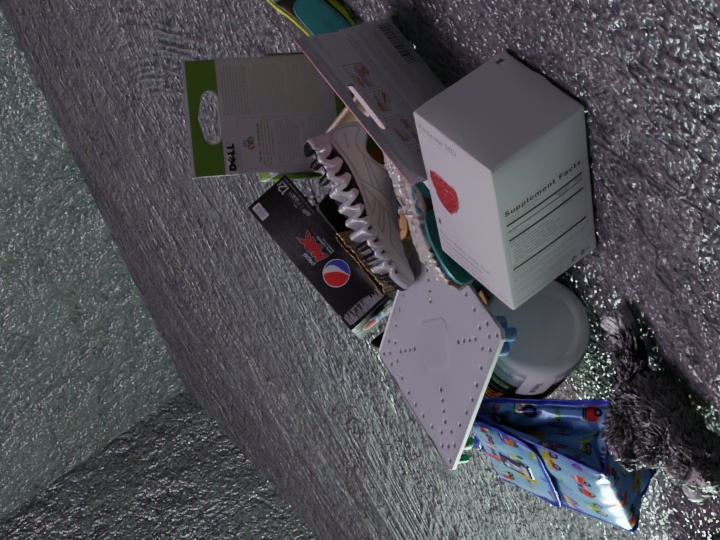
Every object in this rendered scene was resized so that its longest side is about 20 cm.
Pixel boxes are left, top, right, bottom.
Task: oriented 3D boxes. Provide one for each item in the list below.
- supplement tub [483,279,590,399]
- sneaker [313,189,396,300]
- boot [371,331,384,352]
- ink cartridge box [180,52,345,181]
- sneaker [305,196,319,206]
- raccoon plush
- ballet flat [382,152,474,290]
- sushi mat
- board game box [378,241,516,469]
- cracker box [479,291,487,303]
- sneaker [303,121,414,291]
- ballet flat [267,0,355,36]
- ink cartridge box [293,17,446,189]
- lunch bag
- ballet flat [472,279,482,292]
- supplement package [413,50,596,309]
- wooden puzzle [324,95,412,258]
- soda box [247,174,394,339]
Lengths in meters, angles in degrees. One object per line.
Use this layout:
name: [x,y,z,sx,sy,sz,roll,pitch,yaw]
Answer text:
supplement tub: [0.182,0.091,1.680,0.123,0.122,0.200,52,163,12]
sneaker: [0.000,0.000,1.829,0.112,0.073,0.201,-36,81,33]
boot: [0.099,0.151,2.135,0.151,0.073,0.200,60,158,-14]
ink cartridge box: [-0.121,-0.185,1.804,0.076,0.198,0.149,165,100,-73]
sneaker: [-0.025,-0.026,1.906,0.199,0.091,0.067,23,159,38]
raccoon plush: [0.309,0.142,1.486,0.134,0.097,0.201,9,131,58]
ballet flat: [0.074,-0.063,1.590,0.072,0.071,0.202,103,149,-69]
sushi mat: [0.054,-0.022,1.775,0.096,0.199,0.012,49,121,18]
board game box: [0.093,0.082,1.637,0.200,0.026,0.201,57,141,43]
cracker box: [0.103,0.044,1.910,0.200,0.058,0.134,37,163,49]
sneaker: [0.016,-0.073,1.646,0.201,0.081,0.075,62,166,-7]
ballet flat: [-0.070,-0.320,1.726,0.200,0.067,0.067,51,-176,11]
ink cartridge box: [0.030,-0.168,1.540,0.201,0.176,0.045,52,128,12]
lunch bag: [0.217,0.204,1.670,0.198,0.095,0.151,9,151,32]
ballet flat: [0.110,0.012,1.690,0.072,0.071,0.201,49,137,22]
supplement package: [0.144,-0.087,1.445,0.121,0.119,0.201,42,159,38]
wooden puzzle: [0.047,-0.116,1.683,0.201,0.046,0.185,52,138,7]
soda box: [-0.045,-0.016,1.758,0.200,0.063,0.071,50,180,15]
